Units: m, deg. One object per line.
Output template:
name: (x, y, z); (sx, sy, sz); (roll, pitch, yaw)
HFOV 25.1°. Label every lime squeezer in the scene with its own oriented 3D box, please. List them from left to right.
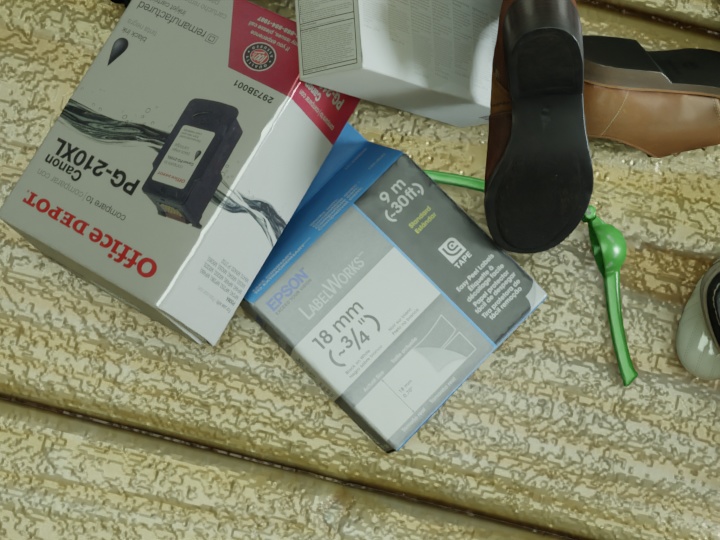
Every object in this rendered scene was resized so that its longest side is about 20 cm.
lime squeezer: (0.132, -0.019, 1.089); (0.200, 0.038, 0.071); (45, 102, 3)

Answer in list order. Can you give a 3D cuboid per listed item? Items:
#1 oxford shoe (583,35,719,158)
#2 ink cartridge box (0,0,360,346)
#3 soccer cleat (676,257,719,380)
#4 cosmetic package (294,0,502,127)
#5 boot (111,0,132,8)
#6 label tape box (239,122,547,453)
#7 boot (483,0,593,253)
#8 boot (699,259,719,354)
oxford shoe: (0.226, -0.108, 1.095); (0.199, 0.071, 0.072); (8, 119, -8)
ink cartridge box: (-0.114, -0.075, 1.036); (0.144, 0.084, 0.200); (27, 82, 26)
soccer cleat: (0.289, -0.005, 1.068); (0.200, 0.078, 0.069); (-41, 86, -6)
cosmetic package: (0.032, -0.146, 1.021); (0.050, 0.200, 0.083); (-6, 82, 32)
boot: (-0.218, -0.269, 1.085); (0.162, 0.073, 0.199); (0, 76, -5)
label tape box: (0.000, 0.000, 1.064); (0.200, 0.063, 0.144); (45, 83, 3)
boot: (0.105, -0.136, 1.039); (0.068, 0.189, 0.200); (-6, 40, 6)
boot: (0.285, 0.092, 0.993); (0.073, 0.151, 0.200); (-27, 110, 8)
